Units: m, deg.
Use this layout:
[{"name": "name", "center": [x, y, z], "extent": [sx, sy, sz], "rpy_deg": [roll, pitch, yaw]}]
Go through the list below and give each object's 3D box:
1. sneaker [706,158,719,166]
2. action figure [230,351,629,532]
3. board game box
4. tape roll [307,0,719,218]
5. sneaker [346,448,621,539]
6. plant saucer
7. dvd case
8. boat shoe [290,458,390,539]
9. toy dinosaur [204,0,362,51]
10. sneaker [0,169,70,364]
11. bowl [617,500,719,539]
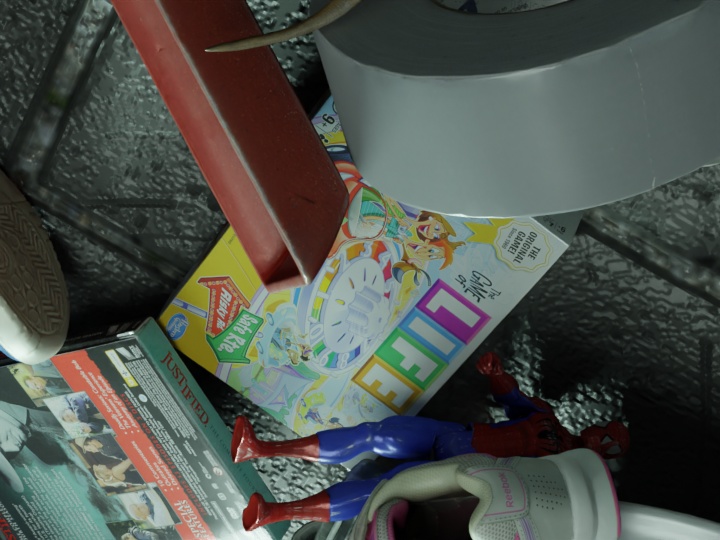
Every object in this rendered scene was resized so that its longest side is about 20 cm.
[{"name": "sneaker", "center": [0.113, -0.064, 1.114], "extent": [0.198, 0.079, 0.074], "rpy_deg": [-10, 116, 9]}, {"name": "action figure", "center": [0.045, 0.080, 1.223], "extent": [0.198, 0.066, 0.099], "rpy_deg": [-3, 152, -17]}, {"name": "board game box", "center": [0.000, 0.000, 1.244], "extent": [0.134, 0.034, 0.200], "rpy_deg": [35, 129, -6]}, {"name": "tape roll", "center": [0.082, -0.103, 1.030], "extent": [0.199, 0.201, 0.067], "rpy_deg": [-4, 123, 23]}, {"name": "sneaker", "center": [0.023, 0.136, 1.178], "extent": [0.088, 0.082, 0.200], "rpy_deg": [18, 134, -41]}, {"name": "plant saucer", "center": [-0.065, -0.088, 1.096], "extent": [0.037, 0.200, 0.201], "rpy_deg": [-29, 92, -6]}, {"name": "dvd case", "center": [-0.148, 0.098, 1.360], "extent": [0.199, 0.022, 0.146], "rpy_deg": [-13, 120, 39]}, {"name": "boat shoe", "center": [-0.004, 0.158, 1.337], "extent": [0.071, 0.072, 0.200], "rpy_deg": [43, 141, 11]}, {"name": "toy dinosaur", "center": [0.025, -0.152, 1.028], "extent": [0.105, 0.201, 0.061], "rpy_deg": [-1, 143, 32]}, {"name": "sneaker", "center": [-0.242, -0.021, 1.292], "extent": [0.111, 0.077, 0.200], "rpy_deg": [-30, 106, 29]}, {"name": "bowl", "center": [0.143, 0.188, 1.233], "extent": [0.199, 0.091, 0.201], "rpy_deg": [13, 160, 5]}]
